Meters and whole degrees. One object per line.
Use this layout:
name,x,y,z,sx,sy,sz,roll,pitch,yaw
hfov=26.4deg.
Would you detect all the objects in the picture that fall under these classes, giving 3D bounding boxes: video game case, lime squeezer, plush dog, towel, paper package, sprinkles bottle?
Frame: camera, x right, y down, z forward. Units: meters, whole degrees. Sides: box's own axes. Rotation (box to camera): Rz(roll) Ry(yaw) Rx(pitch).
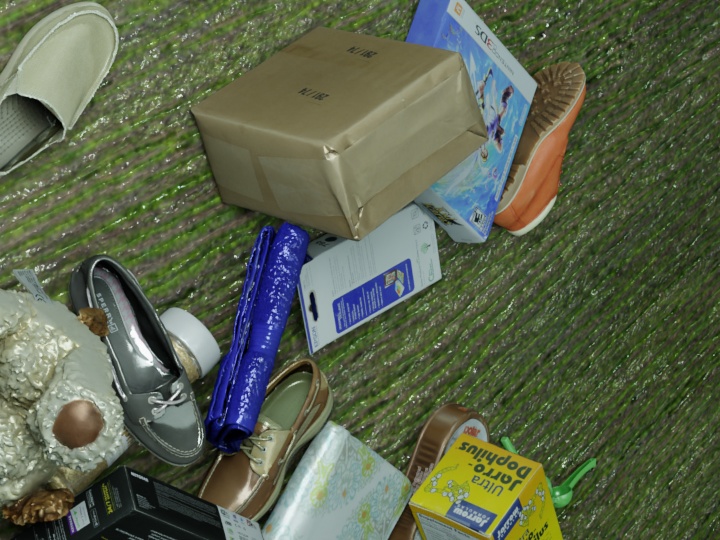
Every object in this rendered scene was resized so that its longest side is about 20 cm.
video game case,0.099,-0.158,1.592,0.181,0.045,0.200,39,63,-44
lime squeezer,0.234,0.255,1.887,0.200,0.038,0.071,19,88,-46
plush dog,-0.283,0.111,1.243,0.172,0.200,0.160,-55,175,16
towel,-0.102,0.062,1.411,0.050,0.148,0.200,18,72,-7
towel,-0.030,0.263,1.597,0.171,0.048,0.200,-63,146,-13
paper package,-0.019,-0.129,1.395,0.191,0.200,0.104,-37,126,-31
sprinkles bottle,-0.215,0.120,1.370,0.200,0.068,0.068,-45,130,-26

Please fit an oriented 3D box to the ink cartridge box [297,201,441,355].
ink cartridge box,0.000,0.000,1.572,0.200,0.039,0.100,-29,121,-38

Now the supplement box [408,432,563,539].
supplement box,0.147,0.296,1.702,0.110,0.109,0.200,-49,140,-29

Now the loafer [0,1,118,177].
loafer,-0.259,-0.138,1.245,0.200,0.068,0.076,-53,133,-20

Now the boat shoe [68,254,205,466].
boat shoe,-0.191,0.078,1.321,0.067,0.057,0.200,-28,87,-26

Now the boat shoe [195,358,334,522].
boat shoe,-0.099,0.164,1.488,0.200,0.076,0.074,-55,155,-30

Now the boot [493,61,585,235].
boot,0.199,-0.135,1.714,0.200,0.075,0.107,-57,138,-4

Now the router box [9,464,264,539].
router box,-0.199,0.256,1.373,0.149,0.051,0.200,-34,142,16

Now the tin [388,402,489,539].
tin,0.089,0.249,1.729,0.112,0.042,0.200,24,84,-59
